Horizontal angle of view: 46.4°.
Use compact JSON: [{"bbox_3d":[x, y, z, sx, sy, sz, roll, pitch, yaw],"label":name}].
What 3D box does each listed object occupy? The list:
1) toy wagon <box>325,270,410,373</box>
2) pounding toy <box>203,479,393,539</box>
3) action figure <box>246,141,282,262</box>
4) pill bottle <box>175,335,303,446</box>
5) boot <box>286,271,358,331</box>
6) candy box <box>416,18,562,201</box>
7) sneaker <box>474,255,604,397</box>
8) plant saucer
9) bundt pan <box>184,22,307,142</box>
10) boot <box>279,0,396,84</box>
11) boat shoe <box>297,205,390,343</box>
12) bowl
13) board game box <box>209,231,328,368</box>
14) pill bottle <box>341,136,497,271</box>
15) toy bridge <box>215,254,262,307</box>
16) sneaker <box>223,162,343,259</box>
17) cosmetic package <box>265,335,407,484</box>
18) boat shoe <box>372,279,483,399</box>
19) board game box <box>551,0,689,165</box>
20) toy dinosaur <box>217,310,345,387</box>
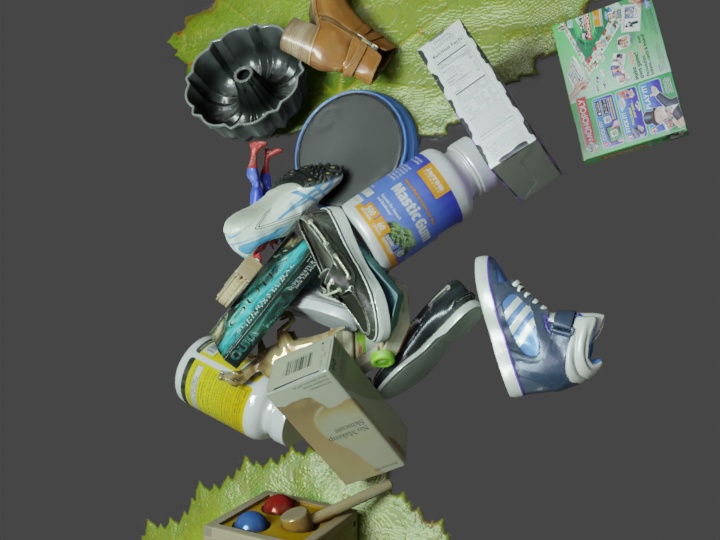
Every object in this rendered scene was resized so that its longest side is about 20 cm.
[{"bbox_3d":[-0.004,0.085,1.203,0.200,0.039,0.156,-37,44,42],"label":"toy wagon"},{"bbox_3d":[-0.082,0.368,1.160,0.199,0.184,0.143,4,96,27],"label":"pounding toy"},{"bbox_3d":[-0.137,-0.097,1.306,0.099,0.065,0.201,4,84,33],"label":"action figure"},{"bbox_3d":[-0.169,0.183,1.254,0.200,0.112,0.113,22,92,27],"label":"pill bottle"},{"bbox_3d":[-0.057,0.023,1.216,0.200,0.074,0.096,13,71,48],"label":"boot"},{"bbox_3d":[0.173,-0.208,1.113,0.071,0.168,0.200,-34,69,15],"label":"candy box"},{"bbox_3d":[0.240,0.059,1.099,0.146,0.081,0.201,-17,70,13],"label":"sneaker"},{"bbox_3d":[0.000,0.000,1.152,0.200,0.019,0.070,51,142,42],"label":"plant saucer"},{"bbox_3d":[-0.170,-0.287,1.325,0.201,0.076,0.202,-8,62,15],"label":"bundt pan"},{"bbox_3d":[-0.013,-0.375,1.279,0.155,0.077,0.200,23,55,6],"label":"boot"},{"bbox_3d":[-0.025,0.010,1.112,0.200,0.064,0.071,64,150,16],"label":"boat shoe"},{"bbox_3d":[-0.010,-0.178,1.271,0.200,0.039,0.201,-4,81,25],"label":"bowl"},{"bbox_3d":[-0.136,0.037,1.206,0.200,0.028,0.135,-51,22,-3],"label":"board game box"},{"bbox_3d":[0.084,-0.096,1.152,0.200,0.112,0.112,-34,68,-4],"label":"pill bottle"},{"bbox_3d":[-0.187,0.023,1.250,0.027,0.200,0.067,39,75,-7],"label":"toy bridge"},{"bbox_3d":[-0.108,-0.091,1.231,0.200,0.073,0.072,-35,39,-13],"label":"sneaker"},{"bbox_3d":[-0.028,0.193,1.139,0.105,0.200,0.071,-25,29,23],"label":"cosmetic package"},{"bbox_3d":[0.085,0.098,1.168,0.200,0.076,0.060,-44,59,11],"label":"boat shoe"},{"bbox_3d":[0.342,-0.255,1.116,0.134,0.029,0.201,-15,76,24],"label":"board game box"},{"bbox_3d":[-0.105,0.111,1.197,0.200,0.058,0.101,-25,38,9],"label":"toy dinosaur"}]
